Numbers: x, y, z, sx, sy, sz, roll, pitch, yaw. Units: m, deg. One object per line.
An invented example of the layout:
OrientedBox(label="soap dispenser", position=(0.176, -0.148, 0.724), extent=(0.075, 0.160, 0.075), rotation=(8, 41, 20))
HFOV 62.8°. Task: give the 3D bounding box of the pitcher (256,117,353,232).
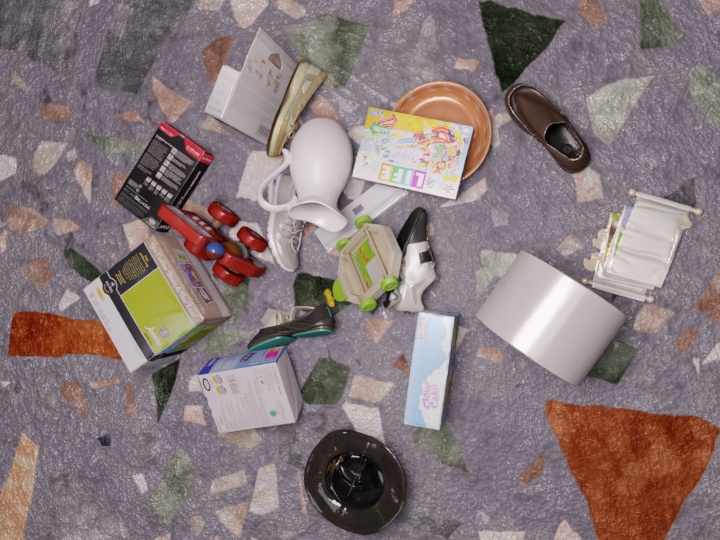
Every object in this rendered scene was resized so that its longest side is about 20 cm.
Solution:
OrientedBox(label="pitcher", position=(-0.100, -0.186, 1.103), extent=(0.171, 0.121, 0.200), rotation=(11, 65, -16))

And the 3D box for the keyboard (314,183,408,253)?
OrientedBox(label="keyboard", position=(0.000, -0.114, 1.167), extent=(0.200, 0.011, 0.056), rotation=(-36, 76, 10))

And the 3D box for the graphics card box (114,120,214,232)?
OrientedBox(label="graphics card box", position=(-0.415, -0.195, 1.248), extent=(0.125, 0.051, 0.200), rotation=(35, 96, 11))

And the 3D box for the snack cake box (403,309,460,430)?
OrientedBox(label="snack cake box", position=(0.132, 0.174, 1.075), extent=(0.067, 0.115, 0.200), rotation=(8, 91, 13))

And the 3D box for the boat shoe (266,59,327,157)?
OrientedBox(label="boat shoe", position=(-0.130, -0.314, 1.174), extent=(0.063, 0.073, 0.201), rotation=(21, 89, -17))

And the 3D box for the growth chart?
OrientedBox(label="growth chart", position=(0.488, -0.044, 1.041), extent=(0.145, 0.018, 0.200), rotation=(25, 95, 13))

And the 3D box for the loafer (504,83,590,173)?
OrientedBox(label="loafer", position=(0.338, -0.263, 1.053), extent=(0.073, 0.071, 0.200), rotation=(-44, 80, 9))

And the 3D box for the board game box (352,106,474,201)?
OrientedBox(label="board game box", position=(0.097, -0.216, 1.093), extent=(0.200, 0.034, 0.135), rotation=(14, 93, 14))

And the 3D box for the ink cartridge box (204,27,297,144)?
OrientedBox(label="ink cartridge box", position=(-0.201, -0.346, 1.120), extent=(0.043, 0.200, 0.174), rotation=(24, 95, 14))

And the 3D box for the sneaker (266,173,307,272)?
OrientedBox(label="sneaker", position=(-0.136, -0.097, 1.164), extent=(0.082, 0.075, 0.200), rotation=(-5, 87, 15))

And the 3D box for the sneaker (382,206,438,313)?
OrientedBox(label="sneaker", position=(0.108, -0.017, 1.113), extent=(0.088, 0.074, 0.200), rotation=(14, 89, -13))

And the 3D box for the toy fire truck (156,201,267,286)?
OrientedBox(label="toy fire truck", position=(-0.285, -0.054, 1.153), extent=(0.200, 0.168, 0.112), rotation=(39, 98, 11))

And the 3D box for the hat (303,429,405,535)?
OrientedBox(label="hat", position=(-0.002, 0.396, 1.125), extent=(0.200, 0.081, 0.201), rotation=(-3, 82, 19))

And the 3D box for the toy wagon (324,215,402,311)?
OrientedBox(label="toy wagon", position=(0.000, 0.000, 1.121), extent=(0.200, 0.040, 0.155), rotation=(-47, 52, 37))

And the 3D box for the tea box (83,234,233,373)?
OrientedBox(label="tea box", position=(-0.407, 0.065, 1.199), extent=(0.197, 0.134, 0.200), rotation=(-34, 82, 12))

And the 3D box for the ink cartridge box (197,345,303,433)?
OrientedBox(label="ink cartridge box", position=(-0.229, 0.237, 1.165), extent=(0.200, 0.076, 0.137), rotation=(-12, 106, 12))

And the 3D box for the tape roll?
OrientedBox(label="tape roll", position=(0.317, 0.077, 0.987), extent=(0.203, 0.203, 0.139), rotation=(36, 97, 12))

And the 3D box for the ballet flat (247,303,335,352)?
OrientedBox(label="ballet flat", position=(-0.138, 0.111, 1.167), extent=(0.200, 0.068, 0.069), rotation=(-17, 67, 22))

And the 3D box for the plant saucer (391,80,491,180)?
OrientedBox(label="plant saucer", position=(0.147, -0.255, 1.118), extent=(0.200, 0.037, 0.201), rotation=(0, 88, 14))
